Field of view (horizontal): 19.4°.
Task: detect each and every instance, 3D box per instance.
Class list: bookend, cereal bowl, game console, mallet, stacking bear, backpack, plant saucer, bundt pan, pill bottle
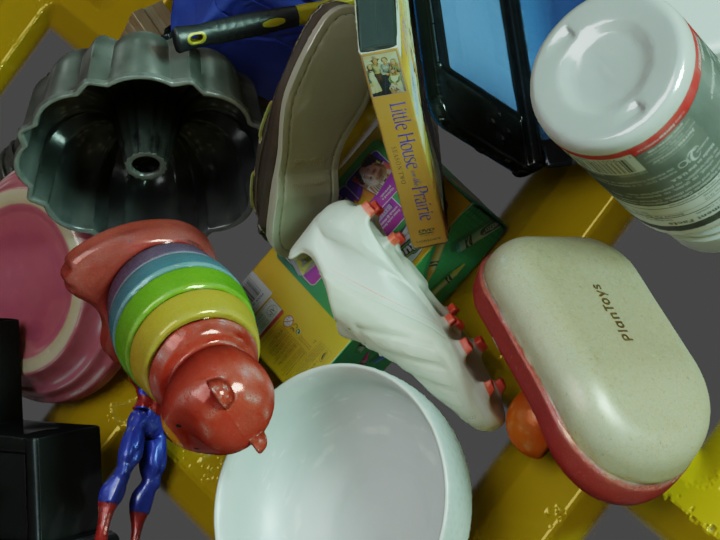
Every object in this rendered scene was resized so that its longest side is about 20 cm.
[{"bbox_3d":[-0.295,0.125,1.663,0.199,0.092,0.200,2,95,33],"label":"bookend"},{"bbox_3d":[-0.003,0.172,1.496,0.199,0.083,0.201,-11,69,29],"label":"cereal bowl"},{"bbox_3d":[0.130,-0.182,1.520,0.118,0.170,0.201,-24,58,30],"label":"game console"},{"bbox_3d":[-0.038,-0.179,1.544,0.199,0.066,0.041,-20,24,-11],"label":"mallet"},{"bbox_3d":[-0.124,0.058,1.524,0.113,0.122,0.200,-30,40,-5],"label":"stacking bear"},{"bbox_3d":[-0.045,-0.251,1.656,0.167,0.162,0.201,-33,43,37],"label":"backpack"},{"bbox_3d":[-0.262,0.008,1.723,0.200,0.051,0.202,-1,89,37],"label":"plant saucer"},{"bbox_3d":[-0.163,-0.108,1.612,0.201,0.202,0.076,-21,49,24],"label":"bundt pan"},{"bbox_3d":[0.205,-0.093,1.405,0.113,0.200,0.115,-14,62,28],"label":"pill bottle"}]

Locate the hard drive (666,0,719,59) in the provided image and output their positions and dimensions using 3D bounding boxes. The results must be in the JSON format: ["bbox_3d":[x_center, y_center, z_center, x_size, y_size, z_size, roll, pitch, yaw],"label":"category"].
[{"bbox_3d":[0.261,-0.209,1.497,0.199,0.026,0.133,-12,63,12],"label":"hard drive"}]

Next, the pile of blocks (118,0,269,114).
[{"bbox_3d":[-0.117,-0.153,1.742,0.062,0.082,0.200,-30,54,-35],"label":"pile of blocks"}]

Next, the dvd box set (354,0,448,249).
[{"bbox_3d":[0.028,-0.134,1.474,0.029,0.201,0.147,-9,49,7],"label":"dvd box set"}]

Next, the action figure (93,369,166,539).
[{"bbox_3d":[-0.148,0.124,1.628,0.099,0.065,0.201,-11,65,41],"label":"action figure"}]

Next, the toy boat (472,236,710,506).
[{"bbox_3d":[0.144,0.080,1.440,0.131,0.130,0.201,-59,44,37],"label":"toy boat"}]

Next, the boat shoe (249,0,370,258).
[{"bbox_3d":[-0.040,-0.109,1.542,0.060,0.071,0.201,48,134,48],"label":"boat shoe"}]

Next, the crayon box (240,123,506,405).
[{"bbox_3d":[0.000,0.000,1.589,0.200,0.058,0.119,-49,53,6],"label":"crayon box"}]

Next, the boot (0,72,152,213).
[{"bbox_3d":[-0.239,-0.061,1.778,0.132,0.070,0.200,-53,51,15],"label":"boot"}]

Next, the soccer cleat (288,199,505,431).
[{"bbox_3d":[0.029,0.040,1.501,0.077,0.069,0.200,-38,79,12],"label":"soccer cleat"}]
